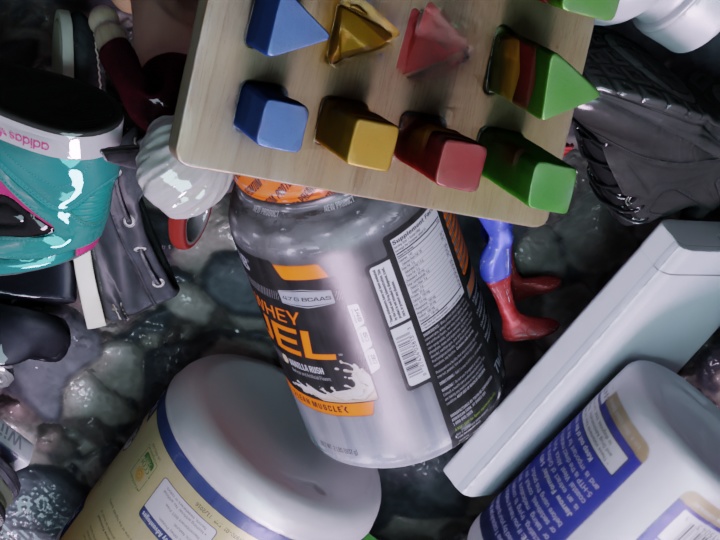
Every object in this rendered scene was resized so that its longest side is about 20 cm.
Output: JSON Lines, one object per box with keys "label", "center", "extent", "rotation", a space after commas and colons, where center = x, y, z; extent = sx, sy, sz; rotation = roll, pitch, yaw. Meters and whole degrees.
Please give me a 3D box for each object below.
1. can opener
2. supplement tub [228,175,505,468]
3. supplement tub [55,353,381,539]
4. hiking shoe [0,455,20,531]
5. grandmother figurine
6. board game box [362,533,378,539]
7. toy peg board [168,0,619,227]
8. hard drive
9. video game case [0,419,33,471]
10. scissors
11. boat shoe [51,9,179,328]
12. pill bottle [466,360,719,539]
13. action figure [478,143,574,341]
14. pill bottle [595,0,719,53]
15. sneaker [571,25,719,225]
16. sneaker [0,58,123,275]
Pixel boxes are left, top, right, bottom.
{"label": "can opener", "center": [-0.261, 0.024, 1.699], "extent": [0.198, 0.079, 0.063], "rotation": [2, 161, -1]}
{"label": "supplement tub", "center": [0.000, 0.000, 1.655], "extent": [0.122, 0.123, 0.201], "rotation": [-16, 122, 7]}
{"label": "supplement tub", "center": [-0.095, 0.164, 1.739], "extent": [0.144, 0.145, 0.200], "rotation": [28, 116, -20]}
{"label": "hiking shoe", "center": [-0.298, 0.143, 1.691], "extent": [0.198, 0.101, 0.076], "rotation": [-2, 139, 17]}
{"label": "grandmother figurine", "center": [-0.091, -0.092, 1.543], "extent": [0.121, 0.200, 0.061], "rotation": [20, 119, -16]}
{"label": "board game box", "center": [-0.055, 0.253, 1.770], "extent": [0.029, 0.135, 0.200], "rotation": [36, 138, 0]}
{"label": "toy peg board", "center": [0.032, -0.126, 1.422], "extent": [0.198, 0.098, 0.201], "rotation": [10, 100, -19]}
{"label": "hard drive", "center": [0.147, 0.051, 1.710], "extent": [0.200, 0.027, 0.132], "rotation": [-50, 154, 24]}
{"label": "video game case", "center": [-0.305, 0.072, 1.703], "extent": [0.143, 0.018, 0.200], "rotation": [-23, 129, 35]}
{"label": "scissors", "center": [-0.101, -0.064, 1.584], "extent": [0.014, 0.200, 0.074], "rotation": [24, 81, 16]}
{"label": "boat shoe", "center": [-0.132, -0.057, 1.639], "extent": [0.066, 0.075, 0.201], "rotation": [-7, 121, -5]}
{"label": "pill bottle", "center": [0.131, 0.160, 1.697], "extent": [0.119, 0.120, 0.200], "rotation": [36, 109, -23]}
{"label": "action figure", "center": [0.094, -0.062, 1.656], "extent": [0.098, 0.065, 0.201], "rotation": [-16, 123, 14]}
{"label": "pill bottle", "center": [0.111, -0.199, 1.540], "extent": [0.199, 0.113, 0.112], "rotation": [31, 116, -21]}
{"label": "sneaker", "center": [0.152, -0.069, 1.606], "extent": [0.199, 0.076, 0.091], "rotation": [20, 115, -47]}
{"label": "sneaker", "center": [-0.207, -0.057, 1.585], "extent": [0.199, 0.083, 0.122], "rotation": [24, 124, 32]}
